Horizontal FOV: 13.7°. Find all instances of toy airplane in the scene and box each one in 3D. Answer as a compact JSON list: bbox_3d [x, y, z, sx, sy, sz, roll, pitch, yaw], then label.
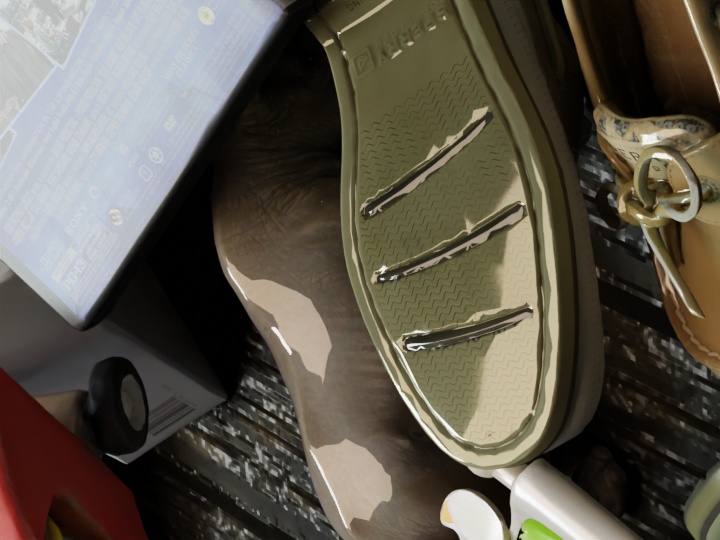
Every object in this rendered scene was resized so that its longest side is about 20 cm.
[{"bbox_3d":[-0.086,0.143,0.944,0.199,0.141,0.200,27,121,-7],"label":"toy airplane"}]

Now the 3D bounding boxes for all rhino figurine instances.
[{"bbox_3d":[0.000,0.000,0.908,0.060,0.087,0.200,-41,71,56],"label":"rhino figurine"}]

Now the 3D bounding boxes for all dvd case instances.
[{"bbox_3d":[-0.119,-0.094,0.874,0.200,0.018,0.143,43,129,8],"label":"dvd case"}]

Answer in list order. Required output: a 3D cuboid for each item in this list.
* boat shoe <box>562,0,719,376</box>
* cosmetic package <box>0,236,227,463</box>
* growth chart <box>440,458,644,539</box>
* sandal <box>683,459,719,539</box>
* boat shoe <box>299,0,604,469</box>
[{"bbox_3d":[0.078,-0.061,0.779,0.073,0.063,0.200,1,107,56],"label":"boat shoe"},{"bbox_3d":[-0.131,-0.024,1.029,0.151,0.052,0.200,60,-173,21],"label":"cosmetic package"},{"bbox_3d":[0.068,0.149,0.855,0.145,0.018,0.200,31,133,32],"label":"growth chart"},{"bbox_3d":[0.145,0.037,0.719,0.057,0.080,0.201,54,147,1],"label":"sandal"},{"bbox_3d":[0.032,-0.044,0.834,0.075,0.068,0.200,-23,75,36],"label":"boat shoe"}]
